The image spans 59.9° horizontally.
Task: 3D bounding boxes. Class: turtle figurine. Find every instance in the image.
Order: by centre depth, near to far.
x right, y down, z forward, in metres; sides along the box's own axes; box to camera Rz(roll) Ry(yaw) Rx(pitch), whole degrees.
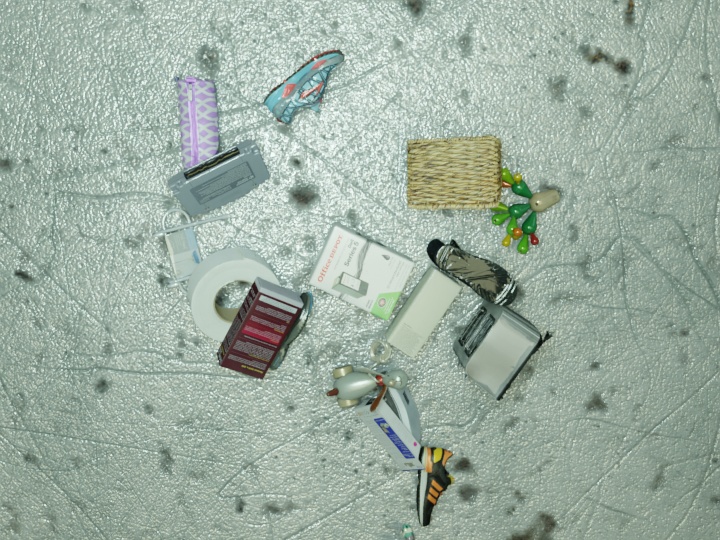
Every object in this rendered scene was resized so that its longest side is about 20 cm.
[{"bbox_3d":[0.107,0.723,1.537,0.199,0.101,0.150,34,97,-14],"label":"turtle figurine"}]

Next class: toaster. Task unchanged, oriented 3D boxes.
[{"bbox_3d":[0.306,0.164,1.399,0.118,0.181,0.201,34,98,-7],"label":"toaster"}]

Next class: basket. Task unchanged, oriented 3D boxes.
[{"bbox_3d":[0.202,-0.203,1.338,0.197,0.143,0.151,-1,94,15],"label":"basket"}]

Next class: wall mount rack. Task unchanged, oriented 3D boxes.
[{"bbox_3d":[-0.360,-0.044,1.387,0.172,0.074,0.203,-17,102,-19],"label":"wall mount rack"}]

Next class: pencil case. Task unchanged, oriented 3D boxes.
[{"bbox_3d":[-0.345,-0.310,1.332,0.083,0.086,0.203,-4,101,-7],"label":"pencil case"}]

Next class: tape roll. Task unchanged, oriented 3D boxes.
[{"bbox_3d":[-0.275,0.054,1.372,0.200,0.071,0.205,-9,117,-18],"label":"tape roll"}]

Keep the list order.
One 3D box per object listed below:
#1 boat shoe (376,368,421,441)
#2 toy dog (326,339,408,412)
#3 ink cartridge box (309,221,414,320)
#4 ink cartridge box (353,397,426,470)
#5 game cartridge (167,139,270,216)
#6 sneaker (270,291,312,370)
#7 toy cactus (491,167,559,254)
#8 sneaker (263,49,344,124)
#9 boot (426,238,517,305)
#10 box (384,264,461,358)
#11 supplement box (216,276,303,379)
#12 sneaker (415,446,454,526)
[{"bbox_3d":[0.085,0.324,1.479,0.066,0.070,0.202,-11,115,29],"label":"boat shoe"},{"bbox_3d":[0.001,0.257,1.409,0.200,0.096,0.133,-39,77,32],"label":"toy dog"},{"bbox_3d":[0.000,0.000,1.404,0.198,0.084,0.147,24,98,-7],"label":"ink cartridge box"},{"bbox_3d":[0.074,0.386,1.470,0.037,0.094,0.201,-41,98,-36],"label":"ink cartridge box"},{"bbox_3d":[-0.296,-0.193,1.333,0.198,0.134,0.041,-27,62,-5],"label":"game cartridge"},{"bbox_3d":[-0.178,0.129,1.425,0.081,0.073,0.201,31,97,-6],"label":"sneaker"},{"bbox_3d":[0.370,-0.145,1.399,0.163,0.102,0.202,-21,91,-9],"label":"toy cactus"},{"bbox_3d":[-0.107,-0.391,1.342,0.199,0.079,0.096,-34,110,12],"label":"sneaker"},{"bbox_3d":[0.241,-0.004,1.370,0.198,0.168,0.077,29,98,-2],"label":"boot"},{"bbox_3d":[0.141,0.093,1.436,0.082,0.068,0.201,34,97,-8],"label":"box"},{"bbox_3d":[-0.219,0.127,1.353,0.108,0.061,0.201,24,103,-28],"label":"supplement box"},{"bbox_3d":[0.183,0.527,1.514,0.089,0.070,0.203,1,98,0],"label":"sneaker"}]
